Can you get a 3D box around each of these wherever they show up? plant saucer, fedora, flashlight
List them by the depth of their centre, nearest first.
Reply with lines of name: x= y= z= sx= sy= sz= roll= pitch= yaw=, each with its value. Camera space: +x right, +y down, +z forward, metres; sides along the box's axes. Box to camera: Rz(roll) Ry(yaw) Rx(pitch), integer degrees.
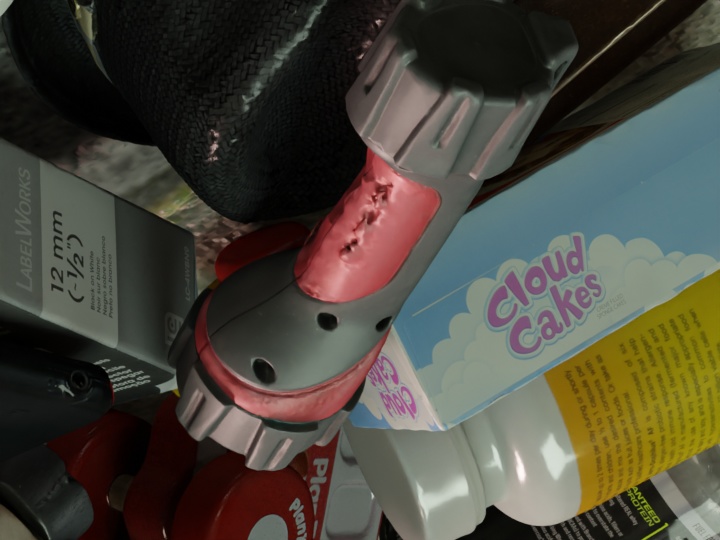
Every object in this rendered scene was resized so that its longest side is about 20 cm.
flashlight: x=-0.004 y=-0.013 z=0.861 sx=0.068 sy=0.068 sz=0.200 roll=30 pitch=139 yaw=0
fedora: x=-0.023 y=-0.083 z=0.888 sx=0.200 sy=0.092 sz=0.201 roll=-18 pitch=150 yaw=-11
plant saucer: x=0.096 y=-0.101 z=0.935 sx=0.200 sy=0.037 sz=0.200 roll=-39 pitch=176 yaw=-3

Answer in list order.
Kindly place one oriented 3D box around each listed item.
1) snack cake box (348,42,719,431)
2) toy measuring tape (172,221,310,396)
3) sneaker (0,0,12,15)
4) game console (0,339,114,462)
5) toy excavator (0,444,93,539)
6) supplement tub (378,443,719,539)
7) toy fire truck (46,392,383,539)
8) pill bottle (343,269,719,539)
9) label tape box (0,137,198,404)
snack cake box: x=0.081 y=-0.016 z=1.006 sx=0.200 sy=0.067 sz=0.115 roll=-30 pitch=-172 yaw=-15
toy measuring tape: x=0.000 y=0.000 z=1.086 sx=0.200 sy=0.074 sz=0.074 roll=-30 pitch=155 yaw=-26
sneaker: x=-0.156 y=-0.081 z=0.763 sx=0.079 sy=0.130 sz=0.199 roll=-30 pitch=150 yaw=13
game console: x=-0.209 y=0.044 z=0.885 sx=0.200 sy=0.031 sz=0.177 roll=17 pitch=155 yaw=-40
toy excavator: x=-0.140 y=0.180 z=1.024 sx=0.100 sy=0.200 sz=0.194 roll=-44 pitch=-165 yaw=-34
supplement tub: x=0.118 y=0.110 z=1.269 sx=0.200 sy=0.123 sz=0.122 roll=-34 pitch=149 yaw=20
toy fire truck: x=-0.053 y=0.146 z=1.158 sx=0.168 sy=0.112 sz=0.201 roll=4 pitch=97 yaw=-49
pill bottle: x=0.095 y=0.039 z=1.126 sx=0.199 sy=0.113 sz=0.113 roll=-25 pitch=151 yaw=-13
label tape box: x=-0.168 y=0.002 z=0.912 sx=0.143 sy=0.066 sz=0.200 roll=-14 pitch=159 yaw=28
